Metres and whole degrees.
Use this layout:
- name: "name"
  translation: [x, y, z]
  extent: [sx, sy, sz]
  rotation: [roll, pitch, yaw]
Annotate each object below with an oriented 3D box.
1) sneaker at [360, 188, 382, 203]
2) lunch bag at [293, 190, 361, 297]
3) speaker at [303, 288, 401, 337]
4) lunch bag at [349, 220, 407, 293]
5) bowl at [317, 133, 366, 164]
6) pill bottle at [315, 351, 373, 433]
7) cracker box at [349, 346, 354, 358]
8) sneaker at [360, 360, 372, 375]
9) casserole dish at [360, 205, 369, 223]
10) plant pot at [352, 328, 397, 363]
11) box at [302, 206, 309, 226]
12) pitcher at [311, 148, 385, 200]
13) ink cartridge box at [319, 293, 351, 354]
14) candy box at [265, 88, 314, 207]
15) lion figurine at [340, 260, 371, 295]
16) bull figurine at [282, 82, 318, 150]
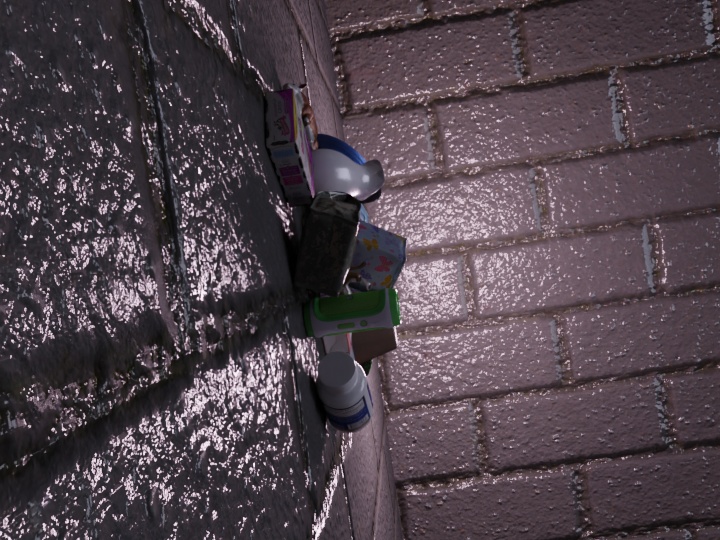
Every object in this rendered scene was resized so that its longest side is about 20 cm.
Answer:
- name: "sneaker"
  translation: [-0.042, -0.209, 1.721]
  extent: [0.079, 0.196, 0.067]
  rotation: [-76, 162, -60]
- name: "lunch bag"
  translation: [-0.065, -0.065, 1.413]
  extent: [0.200, 0.116, 0.167]
  rotation: [-80, -174, -71]
- name: "speaker"
  translation: [-0.016, 0.089, 1.440]
  extent: [0.088, 0.196, 0.090]
  rotation: [-8, 90, -84]
- name: "lunch bag"
  translation: [0.000, 0.000, 1.605]
  extent: [0.128, 0.167, 0.202]
  rotation: [-81, -164, -56]
- name: "bowl"
  translation: [-0.062, -0.267, 1.760]
  extent: [0.040, 0.198, 0.201]
  rotation: [-58, 160, -20]
- name: "pill bottle"
  translation: [-0.036, 0.259, 1.472]
  extent: [0.201, 0.109, 0.112]
  rotation: [77, 6, -53]
- name: "cracker box"
  translation: [-0.041, 0.280, 1.736]
  extent: [0.201, 0.057, 0.136]
  rotation: [-90, 171, -60]
- name: "sneaker"
  translation: [-0.002, 0.256, 2.223]
  extent: [0.085, 0.077, 0.203]
  rotation: [75, 7, -64]
- name: "casserole dish"
  translation: [-0.023, -0.168, 1.939]
  extent: [0.122, 0.038, 0.201]
  rotation: [-87, 153, -43]
- name: "plant pot"
  translation: [0.011, 0.170, 1.906]
  extent: [0.200, 0.171, 0.204]
  rotation: [-10, 90, -86]
- name: "box"
  translation: [-0.099, -0.116, 1.689]
  extent: [0.200, 0.063, 0.071]
  rotation: [-88, 169, -73]
- name: "pitcher"
  translation: [-0.066, -0.199, 1.594]
  extent: [0.172, 0.198, 0.123]
  rotation: [-48, -125, 39]
- name: "ink cartridge box"
  translation: [-0.062, 0.106, 1.731]
  extent: [0.201, 0.066, 0.118]
  rotation: [-88, 169, -61]
- name: "candy box"
  translation: [-0.139, -0.243, 1.380]
  extent: [0.201, 0.060, 0.138]
  rotation: [74, 9, -60]
- name: "lion figurine"
  translation: [-0.041, 0.057, 1.536]
  extent: [0.072, 0.121, 0.203]
  rotation: [-22, 125, -52]
- name: "bull figurine"
  translation: [-0.137, -0.336, 1.604]
  extent: [0.123, 0.064, 0.202]
  rotation: [-88, 168, -47]
